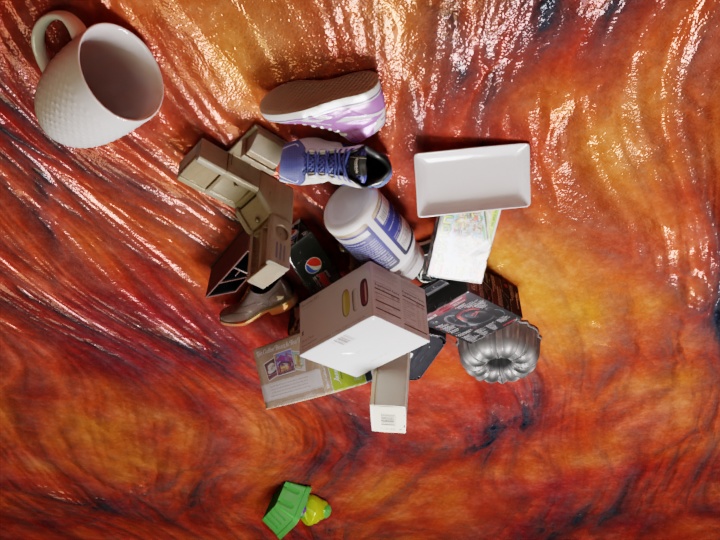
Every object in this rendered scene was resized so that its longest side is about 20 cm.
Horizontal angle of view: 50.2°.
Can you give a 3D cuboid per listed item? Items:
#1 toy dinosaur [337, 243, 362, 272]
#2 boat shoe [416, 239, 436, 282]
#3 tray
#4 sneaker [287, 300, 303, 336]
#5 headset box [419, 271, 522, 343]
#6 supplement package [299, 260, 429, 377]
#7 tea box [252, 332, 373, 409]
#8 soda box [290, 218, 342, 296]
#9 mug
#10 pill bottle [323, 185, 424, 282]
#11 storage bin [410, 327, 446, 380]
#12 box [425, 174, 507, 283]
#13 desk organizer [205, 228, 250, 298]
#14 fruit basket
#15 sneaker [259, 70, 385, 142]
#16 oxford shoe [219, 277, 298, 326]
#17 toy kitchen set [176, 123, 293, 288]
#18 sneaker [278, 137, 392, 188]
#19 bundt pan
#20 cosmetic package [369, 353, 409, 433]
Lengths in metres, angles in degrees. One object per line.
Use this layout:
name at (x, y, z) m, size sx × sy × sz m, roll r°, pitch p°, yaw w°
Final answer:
toy dinosaur at (0.000, 0.000, 1.514) m, size 0.060 × 0.107 × 0.201 m, roll -34°, pitch 153°, yaw -12°
boat shoe at (0.125, -0.012, 1.500) m, size 0.197 × 0.069 × 0.071 m, roll -23°, pitch 138°, yaw 33°
tray at (0.188, -0.154, 1.296) m, size 0.194 × 0.022 × 0.110 m, roll -5°, pitch 106°, yaw -1°
sneaker at (-0.085, 0.100, 1.658) m, size 0.083 × 0.076 × 0.199 m, roll 27°, pitch 137°, yaw -29°
headset box at (0.211, 0.065, 1.562) m, size 0.197 × 0.077 × 0.147 m, roll 23°, pitch 140°, yaw -36°
supplement package at (0.004, 0.096, 1.426) m, size 0.154 × 0.113 × 0.198 m, roll 26°, pitch 138°, yaw -37°
tea box at (-0.087, 0.195, 1.622) m, size 0.197 × 0.137 × 0.194 m, roll -21°, pitch 169°, yaw 42°
soda box at (-0.085, 0.001, 1.494) m, size 0.070 × 0.063 × 0.202 m, roll -36°, pitch 127°, yaw -5°
mug at (-0.417, -0.286, 1.148) m, size 0.173 × 0.148 × 0.203 m, roll -17°, pitch 109°, yaw 37°
pill bottle at (0.030, -0.064, 1.397) m, size 0.114 × 0.118 × 0.200 m, roll -19°, pitch 137°, yaw 28°
storage bin at (0.098, 0.148, 1.689) m, size 0.132 × 0.096 × 0.202 m, roll 12°, pitch 142°, yaw -11°
box at (0.187, -0.077, 1.375) m, size 0.107 × 0.035 × 0.204 m, roll 7°, pitch 121°, yaw -4°
desk organizer at (-0.235, -0.010, 1.526) m, size 0.071 × 0.079 × 0.199 m, roll 24°, pitch 139°, yaw -24°
fruit basket at (-0.202, 0.804, 2.552) m, size 0.210 × 0.157 × 0.219 m, roll 15°, pitch 138°, yaw 13°
sneaker at (-0.055, -0.240, 1.215) m, size 0.195 × 0.074 × 0.115 m, roll -4°, pitch 146°, yaw 11°
oxford shoe at (-0.229, 0.062, 1.644) m, size 0.196 × 0.072 × 0.074 m, roll -19°, pitch 118°, yaw 22°
toy kitchen set at (-0.191, -0.116, 1.295) m, size 0.197 × 0.184 × 0.162 m, roll 26°, pitch 137°, yaw -33°
sneaker at (-0.034, -0.177, 1.247) m, size 0.193 × 0.083 × 0.115 m, roll 3°, pitch -176°, yaw -9°
bundt pan at (0.313, 0.191, 1.740) m, size 0.196 × 0.077 × 0.204 m, roll 3°, pitch 143°, yaw 2°
cosmetic package at (0.062, 0.206, 1.524) m, size 0.071 × 0.204 × 0.105 m, roll 2°, pitch 140°, yaw 5°
